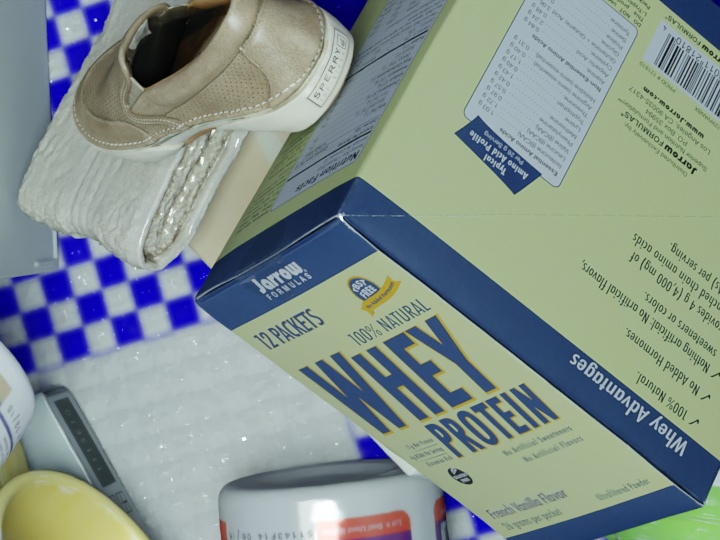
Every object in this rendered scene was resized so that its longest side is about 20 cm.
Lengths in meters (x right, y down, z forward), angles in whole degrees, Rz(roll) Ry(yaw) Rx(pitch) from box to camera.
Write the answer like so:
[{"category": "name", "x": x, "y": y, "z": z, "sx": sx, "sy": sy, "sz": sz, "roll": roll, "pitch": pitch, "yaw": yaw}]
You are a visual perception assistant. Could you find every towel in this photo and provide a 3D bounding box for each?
[{"category": "towel", "x": -0.088, "y": -0.101, "z": 1.263, "sx": 0.132, "sy": 0.034, "sz": 0.201, "roll": 20, "pitch": 81, "yaw": 55}]

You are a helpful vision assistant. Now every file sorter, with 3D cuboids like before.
[{"category": "file sorter", "x": -0.236, "y": -0.094, "z": 1.304, "sx": 0.124, "sy": 0.139, "sz": 0.201, "roll": -2, "pitch": 93, "yaw": 17}]

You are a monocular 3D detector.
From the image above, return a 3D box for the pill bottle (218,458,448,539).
[{"category": "pill bottle", "x": -0.006, "y": 0.198, "z": 1.276, "sx": 0.111, "sy": 0.111, "sz": 0.201, "roll": -5, "pitch": 92, "yaw": 14}]

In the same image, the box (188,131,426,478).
[{"category": "box", "x": 0.000, "y": 0.000, "z": 1.260, "sx": 0.200, "sy": 0.078, "sz": 0.095, "roll": 44, "pitch": 102, "yaw": 20}]

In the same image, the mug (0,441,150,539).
[{"category": "mug", "x": -0.176, "y": 0.189, "z": 1.281, "sx": 0.153, "sy": 0.187, "sz": 0.149, "roll": -36, "pitch": 117, "yaw": 22}]

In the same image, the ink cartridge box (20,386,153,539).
[{"category": "ink cartridge box", "x": -0.178, "y": 0.188, "z": 1.354, "sx": 0.173, "sy": 0.044, "sz": 0.201, "roll": -31, "pitch": 86, "yaw": 12}]

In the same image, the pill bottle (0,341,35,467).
[{"category": "pill bottle", "x": -0.246, "y": 0.108, "z": 1.186, "sx": 0.119, "sy": 0.120, "sz": 0.200, "roll": 26, "pitch": 63, "yaw": 11}]

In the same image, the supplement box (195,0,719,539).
[{"category": "supplement box", "x": 0.075, "y": -0.022, "z": 1.120, "sx": 0.200, "sy": 0.134, "sz": 0.200, "roll": 37, "pitch": 61, "yaw": -14}]

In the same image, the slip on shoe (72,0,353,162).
[{"category": "slip on shoe", "x": -0.082, "y": -0.092, "z": 1.162, "sx": 0.060, "sy": 0.200, "sz": 0.076, "roll": 29, "pitch": 77, "yaw": -30}]

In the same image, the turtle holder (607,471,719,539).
[{"category": "turtle holder", "x": 0.184, "y": 0.090, "z": 1.214, "sx": 0.140, "sy": 0.185, "sz": 0.133, "roll": 11, "pitch": 87, "yaw": -20}]
